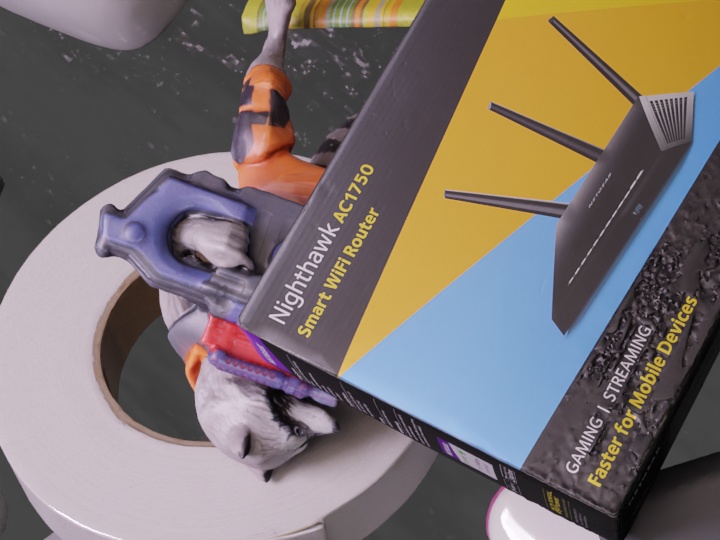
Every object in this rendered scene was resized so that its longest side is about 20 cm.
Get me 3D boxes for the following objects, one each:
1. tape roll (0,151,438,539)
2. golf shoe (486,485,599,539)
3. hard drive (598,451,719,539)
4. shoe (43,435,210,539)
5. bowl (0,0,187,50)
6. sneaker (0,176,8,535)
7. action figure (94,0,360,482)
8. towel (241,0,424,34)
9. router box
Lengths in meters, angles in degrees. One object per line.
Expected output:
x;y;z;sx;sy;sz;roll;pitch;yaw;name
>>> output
-0.057;0.038;0.806;0.202;0.037;0.203;-4;54;5;tape roll
0.120;0.146;0.731;0.200;0.091;0.075;43;95;24;golf shoe
0.193;0.113;0.642;0.199;0.033;0.140;-19;78;15;hard drive
-0.095;0.151;0.825;0.200;0.071;0.091;-33;108;-12;shoe
-0.146;-0.228;0.924;0.200;0.075;0.200;27;87;25;bowl
-0.197;0.019;0.880;0.129;0.080;0.199;-39;84;-13;sneaker
0.000;0.000;0.766;0.200;0.105;0.194;27;67;-3;action figure
0.052;-0.123;0.831;0.199;0.018;0.086;3;36;20;towel
0.071;-0.026;0.676;0.149;0.051;0.200;25;75;17;router box
